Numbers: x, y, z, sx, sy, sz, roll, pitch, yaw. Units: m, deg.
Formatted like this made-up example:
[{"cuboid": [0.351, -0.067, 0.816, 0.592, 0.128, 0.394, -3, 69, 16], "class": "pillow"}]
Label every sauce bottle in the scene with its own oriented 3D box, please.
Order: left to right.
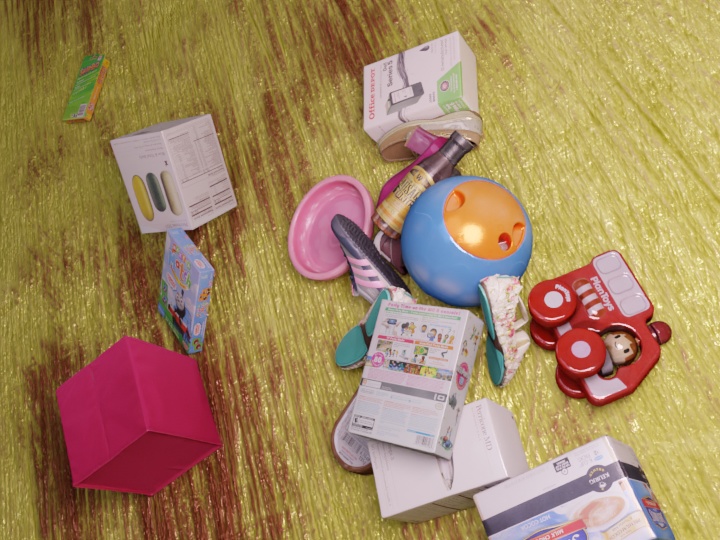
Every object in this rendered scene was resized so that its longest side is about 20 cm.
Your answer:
[{"cuboid": [0.101, -0.140, 1.220, 0.200, 0.066, 0.066, -50, 52, 13], "class": "sauce bottle"}]

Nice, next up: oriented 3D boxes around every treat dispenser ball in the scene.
[{"cuboid": [0.162, -0.044, 1.147, 0.200, 0.201, 0.202, -13, 64, 28], "class": "treat dispenser ball"}]

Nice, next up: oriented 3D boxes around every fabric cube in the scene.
[{"cuboid": [-0.413, 0.276, 1.395, 0.200, 0.196, 0.200, -36, 57, 15], "class": "fabric cube"}]

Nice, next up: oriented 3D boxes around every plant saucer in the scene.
[{"cuboid": [-0.047, -0.074, 1.380, 0.200, 0.051, 0.201, -15, 65, 36], "class": "plant saucer"}]

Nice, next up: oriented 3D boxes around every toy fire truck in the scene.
[{"cuboid": [0.336, 0.079, 1.051, 0.167, 0.112, 0.200, -24, 58, 1], "class": "toy fire truck"}]

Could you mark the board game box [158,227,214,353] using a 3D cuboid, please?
[{"cuboid": [-0.348, 0.040, 1.485, 0.151, 0.036, 0.201, 45, 131, 38], "class": "board game box"}]

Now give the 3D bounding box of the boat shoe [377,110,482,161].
[{"cuboid": [0.120, -0.226, 1.331, 0.199, 0.074, 0.067, -14, 58, 28], "class": "boat shoe"}]

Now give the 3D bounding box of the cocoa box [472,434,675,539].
[{"cuboid": [0.273, 0.319, 0.963, 0.200, 0.133, 0.132, -31, 57, 19], "class": "cocoa box"}]

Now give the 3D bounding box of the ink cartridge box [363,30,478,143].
[{"cuboid": [0.108, -0.326, 1.373, 0.199, 0.084, 0.146, -13, 63, 29], "class": "ink cartridge box"}]

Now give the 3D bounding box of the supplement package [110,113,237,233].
[{"cuboid": [-0.380, -0.198, 1.540, 0.151, 0.151, 0.201, -2, 112, 32], "class": "supplement package"}]

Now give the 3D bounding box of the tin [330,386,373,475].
[{"cuboid": [0.029, 0.238, 1.221, 0.112, 0.042, 0.200, 33, 90, 34], "class": "tin"}]

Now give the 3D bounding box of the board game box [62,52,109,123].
[{"cuboid": [-0.745, -0.497, 2.042, 0.095, 0.030, 0.201, 3, 75, 33], "class": "board game box"}]

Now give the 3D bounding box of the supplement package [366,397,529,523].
[{"cuboid": [0.129, 0.279, 1.086, 0.199, 0.117, 0.117, -26, 58, 22], "class": "supplement package"}]

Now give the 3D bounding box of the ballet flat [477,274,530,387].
[{"cuboid": [0.214, 0.089, 1.084, 0.064, 0.201, 0.076, -17, 38, -4], "class": "ballet flat"}]

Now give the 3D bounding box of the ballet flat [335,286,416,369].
[{"cuboid": [0.029, 0.103, 1.233, 0.200, 0.064, 0.076, -52, 39, 40], "class": "ballet flat"}]

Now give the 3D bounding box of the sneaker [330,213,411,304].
[{"cuboid": [0.000, 0.000, 1.270, 0.082, 0.070, 0.200, -37, 89, 25], "class": "sneaker"}]

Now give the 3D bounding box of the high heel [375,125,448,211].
[{"cuboid": [0.096, -0.145, 1.304, 0.096, 0.067, 0.200, 34, 125, 13], "class": "high heel"}]

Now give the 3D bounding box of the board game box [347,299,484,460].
[{"cuboid": [0.078, 0.150, 1.064, 0.147, 0.064, 0.201, 6, 74, 35], "class": "board game box"}]

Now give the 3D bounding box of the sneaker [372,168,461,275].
[{"cuboid": [0.123, -0.071, 1.276, 0.200, 0.076, 0.116, -47, 63, 15], "class": "sneaker"}]
